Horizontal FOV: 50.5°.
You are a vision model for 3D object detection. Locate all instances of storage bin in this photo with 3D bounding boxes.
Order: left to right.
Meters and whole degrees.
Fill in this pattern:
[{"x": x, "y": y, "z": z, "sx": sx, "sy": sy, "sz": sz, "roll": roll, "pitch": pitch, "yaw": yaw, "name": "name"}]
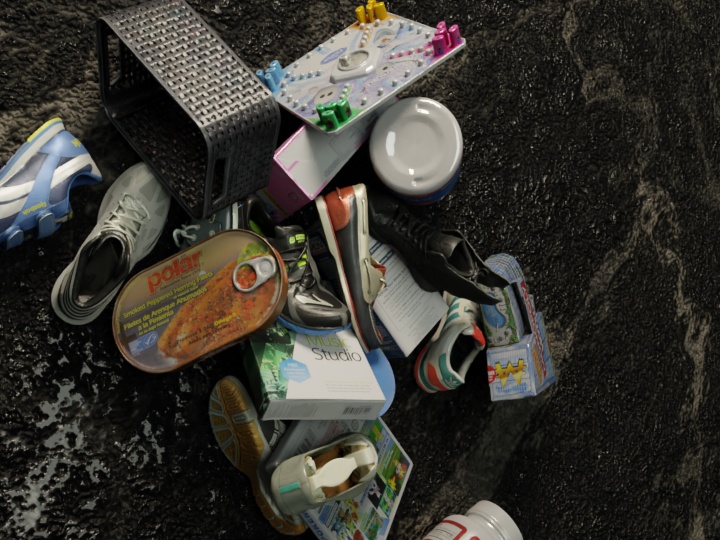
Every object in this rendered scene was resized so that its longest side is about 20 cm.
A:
[{"x": -0.183, "y": -0.172, "z": 0.801, "sx": 0.093, "sy": 0.136, "sz": 0.200, "roll": -32, "pitch": 69, "yaw": -32, "name": "storage bin"}]

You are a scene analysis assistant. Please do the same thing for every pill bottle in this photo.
[{"x": 0.073, "y": -0.141, "z": 0.959, "sx": 0.110, "sy": 0.200, "sz": 0.115, "roll": 0, "pitch": 89, "yaw": 7, "name": "pill bottle"}, {"x": 0.113, "y": 0.386, "z": 0.963, "sx": 0.198, "sy": 0.112, "sz": 0.114, "roll": -31, "pitch": 99, "yaw": -32, "name": "pill bottle"}]

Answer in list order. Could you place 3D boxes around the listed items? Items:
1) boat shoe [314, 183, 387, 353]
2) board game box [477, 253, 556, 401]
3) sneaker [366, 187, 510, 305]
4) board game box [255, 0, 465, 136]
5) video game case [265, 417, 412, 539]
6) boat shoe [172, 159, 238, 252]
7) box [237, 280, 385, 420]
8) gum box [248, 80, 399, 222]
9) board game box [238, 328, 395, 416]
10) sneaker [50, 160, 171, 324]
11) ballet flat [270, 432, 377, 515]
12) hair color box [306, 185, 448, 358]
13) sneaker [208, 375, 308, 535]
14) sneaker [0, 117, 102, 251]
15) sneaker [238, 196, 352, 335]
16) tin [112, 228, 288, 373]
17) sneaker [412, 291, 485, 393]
[{"x": 0.000, "y": 0.000, "z": 0.900, "sx": 0.061, "sy": 0.071, "sz": 0.204, "roll": -17, "pitch": 105, "yaw": -6, "name": "boat shoe"}, {"x": 0.208, "y": 0.089, "z": 1.029, "sx": 0.200, "sy": 0.060, "sz": 0.204, "roll": -33, "pitch": 109, "yaw": -69, "name": "board game box"}, {"x": 0.088, "y": -0.033, "z": 0.942, "sx": 0.200, "sy": 0.104, "sz": 0.060, "roll": 48, "pitch": 61, "yaw": -18, "name": "sneaker"}, {"x": -0.008, "y": -0.250, "z": 0.906, "sx": 0.198, "sy": 0.200, "sz": 0.026, "roll": -36, "pitch": 130, "yaw": -13, "name": "board game box"}, {"x": -0.016, "y": 0.232, "z": 0.905, "sx": 0.184, "sy": 0.022, "sz": 0.201, "roll": 56, "pitch": 31, "yaw": -14, "name": "video game case"}, {"x": -0.179, "y": -0.028, "z": 0.861, "sx": 0.061, "sy": 0.072, "sz": 0.205, "roll": 1, "pitch": 88, "yaw": -32, "name": "boat shoe"}, {"x": -0.069, "y": 0.082, "z": 0.864, "sx": 0.142, "sy": 0.037, "sz": 0.201, "roll": 7, "pitch": 36, "yaw": -32, "name": "box"}, {"x": -0.046, "y": -0.158, "z": 0.937, "sx": 0.066, "sy": 0.113, "sz": 0.201, "roll": 45, "pitch": 62, "yaw": -12, "name": "gum box"}, {"x": -0.056, "y": 0.116, "z": 0.902, "sx": 0.196, "sy": 0.039, "sz": 0.159, "roll": 15, "pitch": 33, "yaw": -22, "name": "board game box"}, {"x": -0.242, "y": -0.037, "z": 0.795, "sx": 0.075, "sy": 0.115, "sz": 0.203, "roll": 34, "pitch": 66, "yaw": -23, "name": "sneaker"}, {"x": -0.018, "y": 0.216, "z": 0.830, "sx": 0.199, "sy": 0.063, "sz": 0.069, "roll": -4, "pitch": 69, "yaw": -58, "name": "ballet flat"}, {"x": 0.019, "y": 0.004, "z": 0.989, "sx": 0.100, "sy": 0.060, "sz": 0.202, "roll": -43, "pitch": 106, "yaw": -30, "name": "hair color box"}, {"x": -0.103, "y": 0.201, "z": 0.886, "sx": 0.087, "sy": 0.075, "sz": 0.203, "roll": -38, "pitch": 108, "yaw": -45, "name": "sneaker"}, {"x": -0.339, "y": -0.059, "z": 0.762, "sx": 0.082, "sy": 0.073, "sz": 0.202, "roll": 43, "pitch": 64, "yaw": -22, "name": "sneaker"}, {"x": -0.083, "y": -0.005, "z": 0.864, "sx": 0.200, "sy": 0.083, "sz": 0.070, "roll": 47, "pitch": 34, "yaw": 20, "name": "sneaker"}, {"x": -0.169, "y": 0.033, "z": 0.811, "sx": 0.197, "sy": 0.042, "sz": 0.114, "roll": -25, "pitch": 81, "yaw": 7, "name": "tin"}, {"x": 0.147, "y": 0.076, "z": 1.042, "sx": 0.070, "sy": 0.093, "sz": 0.202, "roll": 38, "pitch": 65, "yaw": -22, "name": "sneaker"}]
